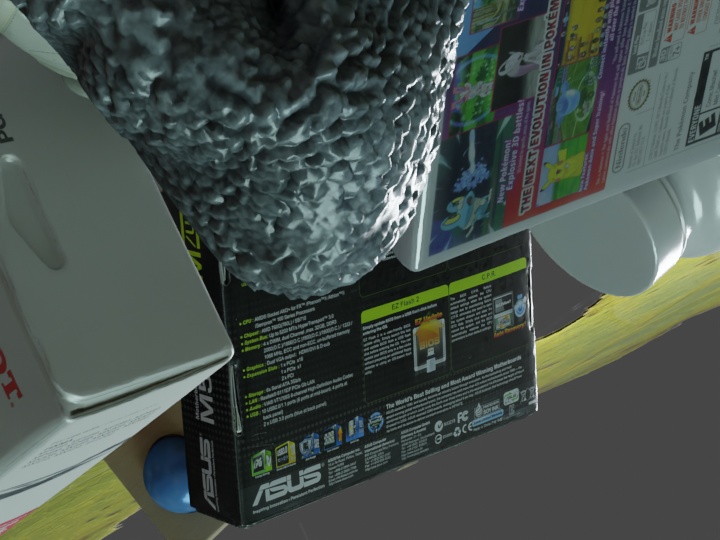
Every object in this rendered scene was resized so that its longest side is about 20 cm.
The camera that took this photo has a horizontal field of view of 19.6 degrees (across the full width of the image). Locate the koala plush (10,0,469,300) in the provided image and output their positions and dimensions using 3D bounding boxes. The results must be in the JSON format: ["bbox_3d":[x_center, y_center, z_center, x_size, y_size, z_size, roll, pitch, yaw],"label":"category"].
[{"bbox_3d":[0.004,-0.116,0.510,0.200,0.184,0.177,-38,170,-2],"label":"koala plush"}]

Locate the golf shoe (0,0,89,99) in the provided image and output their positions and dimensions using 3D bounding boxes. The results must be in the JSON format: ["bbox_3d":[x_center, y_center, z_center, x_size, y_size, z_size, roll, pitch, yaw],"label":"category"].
[{"bbox_3d":[-0.031,-0.116,0.642,0.199,0.079,0.097,-30,163,18],"label":"golf shoe"}]

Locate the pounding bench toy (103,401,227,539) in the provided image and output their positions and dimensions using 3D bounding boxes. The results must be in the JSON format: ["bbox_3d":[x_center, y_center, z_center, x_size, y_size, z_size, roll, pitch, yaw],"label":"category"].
[{"bbox_3d":[-0.042,0.028,1.082,0.200,0.124,0.156,-45,171,31],"label":"pounding bench toy"}]

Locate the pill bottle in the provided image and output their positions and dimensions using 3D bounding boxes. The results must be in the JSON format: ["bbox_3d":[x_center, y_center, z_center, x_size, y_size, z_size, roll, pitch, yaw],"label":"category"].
[{"bbox_3d":[0.171,-0.080,1.036,0.200,0.112,0.112,-42,178,-28],"label":"pill bottle"}]

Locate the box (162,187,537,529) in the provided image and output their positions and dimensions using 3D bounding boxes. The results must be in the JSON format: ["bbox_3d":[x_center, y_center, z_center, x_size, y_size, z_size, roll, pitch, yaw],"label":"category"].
[{"bbox_3d":[0.000,0.000,0.984,0.199,0.195,0.047,-18,-161,-39],"label":"box"}]

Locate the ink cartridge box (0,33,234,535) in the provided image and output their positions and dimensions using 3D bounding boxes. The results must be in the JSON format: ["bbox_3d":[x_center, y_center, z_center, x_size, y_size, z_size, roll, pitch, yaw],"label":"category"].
[{"bbox_3d":[-0.154,0.017,0.790,0.084,0.146,0.200,-18,167,-43],"label":"ink cartridge box"}]

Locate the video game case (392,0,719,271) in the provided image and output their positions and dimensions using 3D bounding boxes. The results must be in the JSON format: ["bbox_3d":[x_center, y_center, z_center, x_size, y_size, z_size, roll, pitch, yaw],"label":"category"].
[{"bbox_3d":[0.097,-0.107,0.857,0.181,0.023,0.201,-21,137,-27],"label":"video game case"}]
